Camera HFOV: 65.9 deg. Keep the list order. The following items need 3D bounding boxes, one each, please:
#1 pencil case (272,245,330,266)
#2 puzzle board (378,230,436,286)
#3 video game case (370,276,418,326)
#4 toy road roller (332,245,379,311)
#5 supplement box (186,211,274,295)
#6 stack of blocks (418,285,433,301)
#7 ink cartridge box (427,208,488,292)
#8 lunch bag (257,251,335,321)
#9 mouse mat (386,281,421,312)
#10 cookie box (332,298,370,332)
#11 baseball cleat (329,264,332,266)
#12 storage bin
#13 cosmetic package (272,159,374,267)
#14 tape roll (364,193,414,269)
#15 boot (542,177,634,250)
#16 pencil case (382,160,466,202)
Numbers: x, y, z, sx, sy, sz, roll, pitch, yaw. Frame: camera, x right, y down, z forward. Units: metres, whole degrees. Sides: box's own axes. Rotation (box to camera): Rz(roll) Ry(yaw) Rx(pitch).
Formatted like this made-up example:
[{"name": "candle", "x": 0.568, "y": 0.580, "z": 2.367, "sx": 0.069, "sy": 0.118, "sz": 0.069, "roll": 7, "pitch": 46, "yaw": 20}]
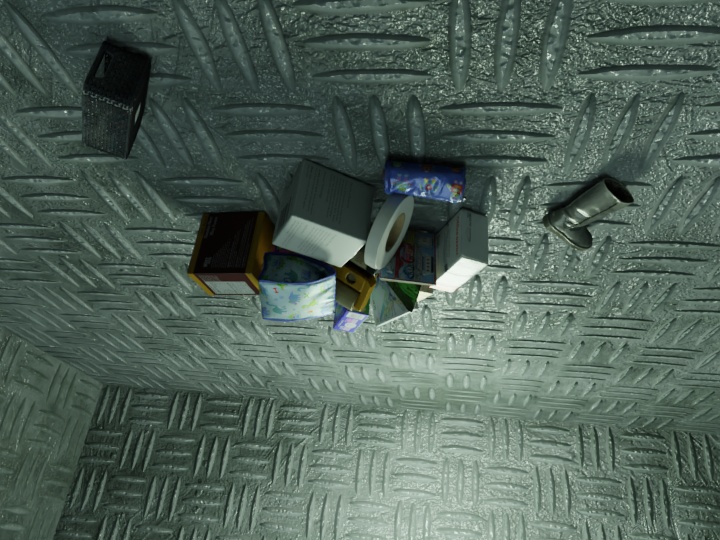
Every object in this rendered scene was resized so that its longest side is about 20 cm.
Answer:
[{"name": "pencil case", "x": -0.165, "y": -0.021, "z": 1.561, "sx": 0.087, "sy": 0.089, "sz": 0.200, "roll": -11, "pitch": 144, "yaw": 32}, {"name": "puzzle board", "x": 0.129, "y": -0.043, "z": 1.485, "sx": 0.148, "sy": 0.202, "sz": 0.018, "roll": 6, "pitch": 135, "yaw": 2}, {"name": "video game case", "x": 0.091, "y": 0.057, "z": 1.701, "sx": 0.022, "sy": 0.185, "sz": 0.199, "roll": -1, "pitch": 162, "yaw": -36}, {"name": "toy road roller", "x": 0.000, "y": 0.000, "z": 1.569, "sx": 0.122, "sy": 0.146, "sz": 0.202, "roll": 30, "pitch": 113, "yaw": 12}, {"name": "supplement box", "x": -0.357, "y": -0.047, "z": 1.589, "sx": 0.197, "sy": 0.200, "sz": 0.133, "roll": -1, "pitch": 152, "yaw": 14}, {"name": "stack of blocks", "x": 0.137, "y": 0.045, "z": 1.724, "sx": 0.058, "sy": 0.117, "sz": 0.199, "roll": 11, "pitch": 155, "yaw": -32}, {"name": "ink cartridge box", "x": 0.259, "y": -0.049, "z": 1.489, "sx": 0.083, "sy": 0.146, "sz": 0.200, "roll": 13, "pitch": 153, "yaw": -14}, {"name": "lunch bag", "x": -0.163, "y": 0.047, "z": 1.476, "sx": 0.197, "sy": 0.129, "sz": 0.171, "roll": 6, "pitch": 140, "yaw": 1}, {"name": "mouse mat", "x": 0.105, "y": 0.007, "z": 1.594, "sx": 0.007, "sy": 0.201, "sz": 0.162, "roll": -24, "pitch": 149, "yaw": -26}, {"name": "cookie box", "x": -0.021, "y": 0.067, "z": 1.721, "sx": 0.074, "sy": 0.203, "sz": 0.171, "roll": 12, "pitch": 153, "yaw": -13}, {"name": "baseball cleat", "x": -0.086, "y": -0.040, "z": 1.662, "sx": 0.105, "sy": 0.070, "sz": 0.200, "roll": -5, "pitch": 150, "yaw": -30}, {"name": "storage bin", "x": -0.498, "y": -0.340, "z": 1.132, "sx": 0.093, "sy": 0.137, "sz": 0.200, "roll": 17, "pitch": 151, "yaw": -18}, {"name": "cosmetic package", "x": -0.092, "y": -0.137, "z": 1.387, "sx": 0.198, "sy": 0.167, "sz": 0.165, "roll": 19, "pitch": 151, "yaw": -20}, {"name": "tape roll", "x": 0.072, "y": -0.100, "z": 1.383, "sx": 0.037, "sy": 0.204, "sz": 0.204, "roll": 27, "pitch": 157, "yaw": 16}, {"name": "boot", "x": 0.570, "y": -0.134, "z": 1.349, "sx": 0.180, "sy": 0.073, "sz": 0.200, "roll": 20, "pitch": 143, "yaw": -27}, {"name": "pencil case", "x": 0.148, "y": -0.205, "z": 1.290, "sx": 0.197, "sy": 0.079, "sz": 0.088, "roll": 7, "pitch": 130, "yaw": 3}]
